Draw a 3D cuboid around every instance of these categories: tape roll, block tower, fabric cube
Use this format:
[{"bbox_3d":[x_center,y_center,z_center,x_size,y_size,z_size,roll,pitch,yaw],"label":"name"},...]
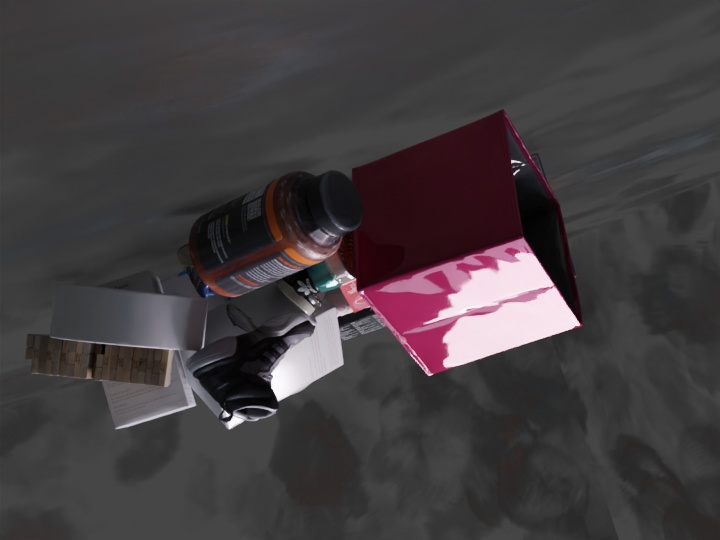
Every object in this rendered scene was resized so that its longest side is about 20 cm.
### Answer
[{"bbox_3d":[-0.300,0.061,1.604,0.202,0.071,0.202,5,178,0],"label":"tape roll"},{"bbox_3d":[-0.350,0.122,1.679,0.199,0.054,0.058,6,178,10],"label":"block tower"},{"bbox_3d":[0.123,-0.027,1.443,0.199,0.197,0.200,-20,138,19],"label":"fabric cube"}]

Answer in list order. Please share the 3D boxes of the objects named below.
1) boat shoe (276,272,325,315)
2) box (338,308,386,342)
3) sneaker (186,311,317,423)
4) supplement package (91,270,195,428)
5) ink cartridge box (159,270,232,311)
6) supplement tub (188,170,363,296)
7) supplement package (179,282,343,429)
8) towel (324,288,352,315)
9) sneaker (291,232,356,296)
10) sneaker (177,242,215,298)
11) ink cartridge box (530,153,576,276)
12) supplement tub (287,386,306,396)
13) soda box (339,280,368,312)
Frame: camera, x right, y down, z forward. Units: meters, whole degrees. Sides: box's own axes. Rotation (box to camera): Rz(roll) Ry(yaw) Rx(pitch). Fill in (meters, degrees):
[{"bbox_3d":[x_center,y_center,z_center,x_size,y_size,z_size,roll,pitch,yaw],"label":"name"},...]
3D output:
[{"bbox_3d":[-0.082,0.006,1.663,0.061,0.072,0.201,-47,-160,-1],"label":"boat shoe"},{"bbox_3d":[0.013,0.012,1.981,0.199,0.194,0.048,-20,134,27],"label":"box"},{"bbox_3d":[-0.124,0.129,1.603,0.200,0.114,0.075,-21,172,-38],"label":"sneaker"},{"bbox_3d":[-0.318,0.113,1.765,0.109,0.201,0.114,-17,176,-4],"label":"supplement package"},{"bbox_3d":[-0.211,0.033,1.935,0.144,0.085,0.200,-21,175,30],"label":"ink cartridge box"},{"bbox_3d":[-0.093,-0.046,1.395,0.200,0.107,0.107,-21,174,36],"label":"supplement tub"},{"bbox_3d":[-0.141,0.108,1.740,0.200,0.117,0.118,-28,135,-23],"label":"supplement package"},{"bbox_3d":[0.023,-0.020,1.844,0.199,0.191,0.032,-18,131,9],"label":"towel"},{"bbox_3d":[-0.045,-0.039,1.495,0.080,0.071,0.200,-25,-155,17],"label":"sneaker"},{"bbox_3d":[-0.140,-0.019,1.634,0.199,0.086,0.077,-21,174,19],"label":"sneaker"},{"bbox_3d":[0.204,-0.058,1.782,0.199,0.197,0.043,-13,175,-38],"label":"ink cartridge box"},{"bbox_3d":[-0.146,0.132,1.929,0.144,0.145,0.200,-16,174,-20],"label":"supplement tub"},{"bbox_3d":[0.000,0.000,1.643,0.070,0.064,0.200,-24,168,1],"label":"soda box"}]
